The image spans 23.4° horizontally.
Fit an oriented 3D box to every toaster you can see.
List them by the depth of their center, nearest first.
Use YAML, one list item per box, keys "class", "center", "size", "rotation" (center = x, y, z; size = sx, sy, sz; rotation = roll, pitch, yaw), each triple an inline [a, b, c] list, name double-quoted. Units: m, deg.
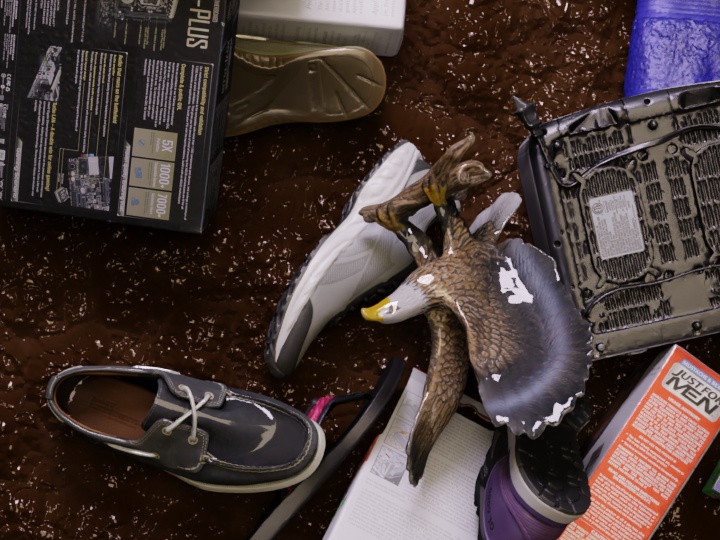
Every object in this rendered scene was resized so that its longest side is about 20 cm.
- class: "toaster"
  center: [0.211, -0.043, 1.258]
  size: [0.180, 0.119, 0.201]
  rotation: [-13, 91, -2]

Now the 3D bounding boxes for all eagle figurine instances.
- class: "eagle figurine"
  center: [0.068, 0.031, 1.193]
  size: [0.150, 0.152, 0.201]
  rotation: [-23, 80, -1]

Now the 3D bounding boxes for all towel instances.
- class: "towel"
  center: [0.286, -0.213, 1.354]
  size: [0.147, 0.050, 0.201]
  rotation: [8, 78, -5]

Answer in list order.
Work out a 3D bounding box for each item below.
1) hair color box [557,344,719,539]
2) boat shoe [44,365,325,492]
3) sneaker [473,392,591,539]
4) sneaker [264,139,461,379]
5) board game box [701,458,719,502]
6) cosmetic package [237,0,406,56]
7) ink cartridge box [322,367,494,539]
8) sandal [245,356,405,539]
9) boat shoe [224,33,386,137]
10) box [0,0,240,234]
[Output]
- class: "hair color box"
  center: [0.180, 0.157, 1.237]
  size: [0.064, 0.111, 0.200]
  rotation: [36, 77, 2]
- class: "boat shoe"
  center: [-0.123, 0.107, 1.209]
  size: [0.199, 0.068, 0.072]
  rotation: [11, 73, 16]
- class: "sneaker"
  center: [0.108, 0.132, 1.222]
  size: [0.076, 0.200, 0.088]
  rotation: [31, 117, -8]
- class: "sneaker"
  center: [0.000, 0.000, 1.272]
  size: [0.079, 0.074, 0.200]
  rotation: [38, 77, -3]
- class: "board game box"
  center: [0.362, 0.115, 1.306]
  size: [0.134, 0.029, 0.201]
  rotation: [31, 77, 0]
- class: "cosmetic package"
  center: [-0.064, -0.224, 1.310]
  size: [0.199, 0.074, 0.102]
  rotation: [5, 78, -2]
- class: "ink cartridge box"
  center: [0.041, 0.177, 1.240]
  size: [0.109, 0.050, 0.200]
  rotation: [28, 52, 0]
- class: "sandal"
  center: [-0.040, 0.133, 1.239]
  size: [0.045, 0.075, 0.200]
  rotation: [41, 80, 3]
- class: "boat shoe"
  center: [-0.081, -0.143, 1.304]
  size: [0.199, 0.063, 0.074]
  rotation: [-4, 105, 0]
- class: "box"
  center: [-0.175, -0.141, 1.229]
  size: [0.163, 0.086, 0.201]
  rotation: [7, 104, 1]
